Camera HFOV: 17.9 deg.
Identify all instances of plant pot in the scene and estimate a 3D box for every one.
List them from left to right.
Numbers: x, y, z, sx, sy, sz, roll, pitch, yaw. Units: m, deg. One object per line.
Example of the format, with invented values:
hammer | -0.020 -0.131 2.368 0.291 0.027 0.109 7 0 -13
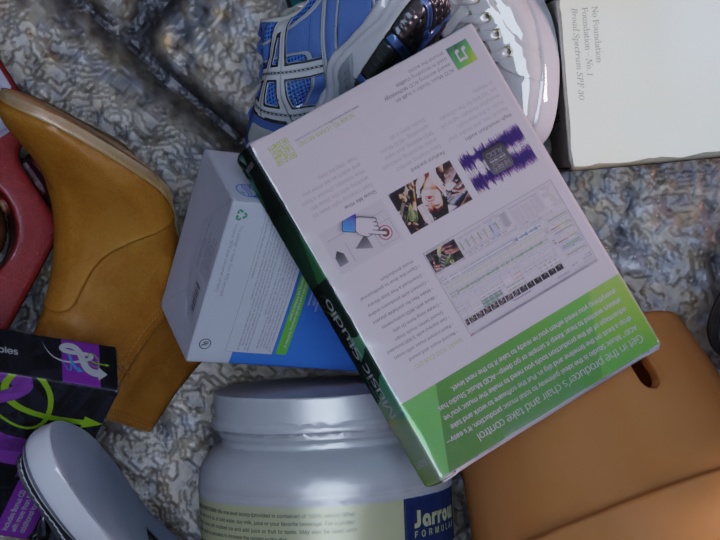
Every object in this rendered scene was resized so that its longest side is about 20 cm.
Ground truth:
plant pot | 0.139 0.113 1.277 0.198 0.200 0.141 -20 76 -3

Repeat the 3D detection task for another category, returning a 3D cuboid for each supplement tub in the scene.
supplement tub | -0.018 0.165 1.278 0.144 0.145 0.202 -3 93 -4

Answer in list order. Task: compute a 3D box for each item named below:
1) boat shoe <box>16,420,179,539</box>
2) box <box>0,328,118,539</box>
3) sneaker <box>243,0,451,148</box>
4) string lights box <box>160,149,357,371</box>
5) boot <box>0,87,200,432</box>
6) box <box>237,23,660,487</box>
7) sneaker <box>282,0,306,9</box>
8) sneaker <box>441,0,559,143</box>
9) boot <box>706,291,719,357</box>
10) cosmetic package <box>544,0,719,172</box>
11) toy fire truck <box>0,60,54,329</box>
boat shoe | -0.149 0.154 1.265 0.066 0.200 0.070 -23 54 9
box | -0.247 0.083 1.239 0.198 0.036 0.143 11 135 -20
sneaker | -0.025 -0.106 1.275 0.077 0.076 0.200 47 127 12
string lights box | 0.000 0.000 1.266 0.198 0.059 0.103 5 120 -26
boot | -0.155 0.002 1.269 0.201 0.071 0.145 35 92 -35
box | 0.046 -0.009 1.189 0.144 0.036 0.201 -29 85 -17
sneaker | -0.018 -0.178 1.298 0.077 0.080 0.201 -30 95 -3
sneaker | 0.051 -0.161 1.290 0.084 0.073 0.202 -6 78 -43
boot | 0.260 -0.001 1.219 0.069 0.174 0.201 22 99 -11
cosmetic package | 0.209 -0.116 1.322 0.198 0.073 0.105 -6 93 -3
toy fire truck | -0.250 -0.051 1.279 0.167 0.112 0.201 -36 96 -21
